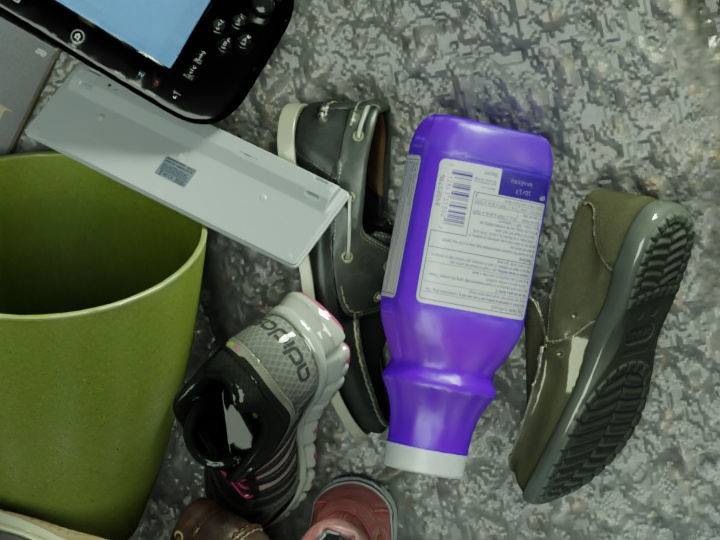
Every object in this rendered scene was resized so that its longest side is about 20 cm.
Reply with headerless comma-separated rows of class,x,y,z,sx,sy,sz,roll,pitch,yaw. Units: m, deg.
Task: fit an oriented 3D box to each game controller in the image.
game controller,-0.140,-0.168,1.621,0.199,0.042,0.105,31,74,2

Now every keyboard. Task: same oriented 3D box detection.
keyboard,-0.101,-0.062,1.618,0.199,0.011,0.056,26,73,26

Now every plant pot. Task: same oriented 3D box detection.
plant pot,-0.179,0.063,1.644,0.186,0.187,0.201,5,122,9

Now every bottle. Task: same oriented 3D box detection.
bottle,0.054,0.016,1.604,0.083,0.065,0.202,10,90,-22

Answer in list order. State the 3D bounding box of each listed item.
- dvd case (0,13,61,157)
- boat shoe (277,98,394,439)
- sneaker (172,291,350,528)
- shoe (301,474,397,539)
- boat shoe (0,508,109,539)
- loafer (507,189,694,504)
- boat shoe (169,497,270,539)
dvd case,-0.285,-0.083,1.695,0.148,0.016,0.201,29,108,1
boat shoe,0.000,0.000,1.636,0.067,0.072,0.202,-6,100,12
sneaker,-0.070,0.093,1.629,0.074,0.087,0.200,50,146,20
shoe,-0.013,0.229,1.687,0.071,0.091,0.202,5,105,9
boat shoe,-0.187,0.182,1.608,0.199,0.065,0.072,12,150,10
loafer,0.130,0.041,1.632,0.070,0.075,0.201,34,112,34
boat shoe,-0.100,0.211,1.691,0.070,0.070,0.201,38,133,13
